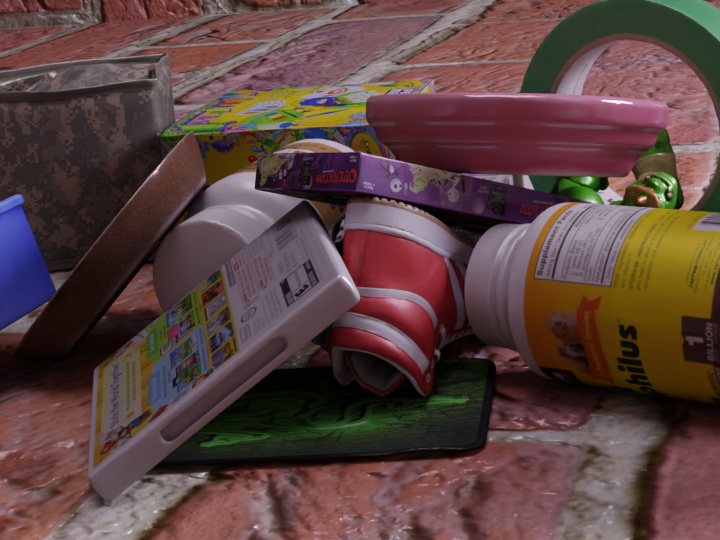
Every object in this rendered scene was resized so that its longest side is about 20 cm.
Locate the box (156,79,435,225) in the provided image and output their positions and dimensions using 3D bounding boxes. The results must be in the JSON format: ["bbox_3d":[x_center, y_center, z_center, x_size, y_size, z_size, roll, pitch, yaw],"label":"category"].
[{"bbox_3d":[-0.043,-0.082,1.418,0.191,0.123,0.200,-2,15,15],"label":"box"}]

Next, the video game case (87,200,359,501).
[{"bbox_3d":[-0.087,0.041,1.013,0.182,0.023,0.200,-39,16,3],"label":"video game case"}]

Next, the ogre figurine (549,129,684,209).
[{"bbox_3d":[0.210,-0.028,1.175,0.200,0.098,0.120,46,44,12],"label":"ogre figurine"}]

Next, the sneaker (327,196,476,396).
[{"bbox_3d":[0.047,0.035,1.073,0.071,0.114,0.199,3,-14,38],"label":"sneaker"}]

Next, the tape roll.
[{"bbox_3d":[0.213,-0.105,1.257,0.199,0.203,0.048,5,18,35],"label":"tape roll"}]

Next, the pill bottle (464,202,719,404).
[{"bbox_3d":[0.164,0.017,1.002,0.199,0.110,0.109,6,19,38],"label":"pill bottle"}]

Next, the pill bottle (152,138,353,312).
[{"bbox_3d":[-0.065,-0.020,1.217,0.113,0.116,0.200,1,17,23],"label":"pill bottle"}]

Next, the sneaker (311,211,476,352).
[{"bbox_3d":[0.000,0.000,1.153,0.082,0.078,0.199,37,24,26],"label":"sneaker"}]

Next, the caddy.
[{"bbox_3d":[-0.301,0.006,1.157,0.140,0.106,0.200,-23,8,24],"label":"caddy"}]

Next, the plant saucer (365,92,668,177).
[{"bbox_3d":[0.102,-0.088,1.113,0.198,0.051,0.201,1,3,0],"label":"plant saucer"}]

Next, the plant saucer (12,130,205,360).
[{"bbox_3d":[-0.169,-0.010,1.182,0.034,0.201,0.200,39,7,-6],"label":"plant saucer"}]

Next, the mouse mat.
[{"bbox_3d":[-0.018,0.084,1.027,0.198,0.008,0.161,-5,15,8],"label":"mouse mat"}]

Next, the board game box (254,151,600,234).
[{"bbox_3d":[0.044,-0.048,1.098,0.199,0.033,0.120,10,-7,-35],"label":"board game box"}]

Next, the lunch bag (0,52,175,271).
[{"bbox_3d":[-0.257,-0.091,1.454,0.198,0.166,0.118,-5,21,1],"label":"lunch bag"}]

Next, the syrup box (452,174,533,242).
[{"bbox_3d":[0.088,-0.049,1.327,0.078,0.082,0.200,-3,14,14],"label":"syrup box"}]
